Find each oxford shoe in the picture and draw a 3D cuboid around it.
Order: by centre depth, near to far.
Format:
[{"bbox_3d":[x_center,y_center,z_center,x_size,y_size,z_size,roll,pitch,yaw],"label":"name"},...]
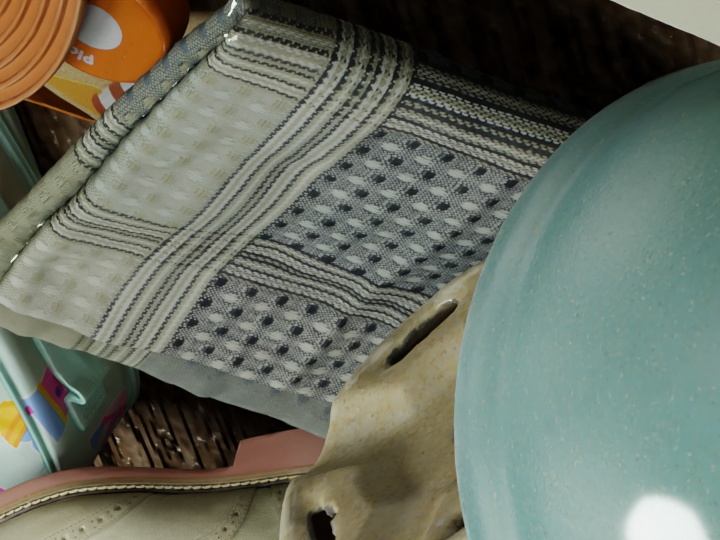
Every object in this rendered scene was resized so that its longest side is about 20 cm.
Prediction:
[{"bbox_3d":[-0.072,0.110,0.944,0.199,0.074,0.071,-16,143,5],"label":"oxford shoe"}]

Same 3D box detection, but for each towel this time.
[{"bbox_3d":[0.000,0.000,0.830,0.192,0.035,0.200,18,148,-25],"label":"towel"}]

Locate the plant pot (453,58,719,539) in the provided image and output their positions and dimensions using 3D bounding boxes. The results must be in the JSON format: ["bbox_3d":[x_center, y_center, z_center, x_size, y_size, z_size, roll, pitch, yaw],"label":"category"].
[{"bbox_3d":[0.140,0.034,0.651,0.200,0.200,0.134,43,158,-12],"label":"plant pot"}]

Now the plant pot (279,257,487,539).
[{"bbox_3d":[0.082,0.095,0.782,0.200,0.201,0.183,-21,123,45],"label":"plant pot"}]

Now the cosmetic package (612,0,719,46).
[{"bbox_3d":[0.096,-0.157,0.607,0.073,0.104,0.200,24,141,10],"label":"cosmetic package"}]

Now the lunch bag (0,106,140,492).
[{"bbox_3d":[-0.170,0.002,0.970,0.160,0.077,0.200,-3,131,29],"label":"lunch bag"}]

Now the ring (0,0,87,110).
[{"bbox_3d":[-0.155,-0.125,0.768,0.200,0.019,0.201,27,140,25],"label":"ring"}]

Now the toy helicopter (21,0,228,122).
[{"bbox_3d":[-0.073,-0.052,0.855,0.132,0.079,0.200,2,138,30],"label":"toy helicopter"}]
